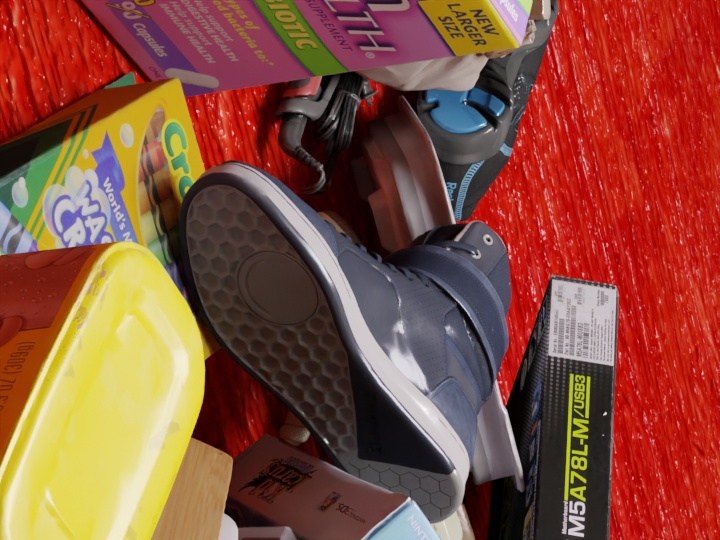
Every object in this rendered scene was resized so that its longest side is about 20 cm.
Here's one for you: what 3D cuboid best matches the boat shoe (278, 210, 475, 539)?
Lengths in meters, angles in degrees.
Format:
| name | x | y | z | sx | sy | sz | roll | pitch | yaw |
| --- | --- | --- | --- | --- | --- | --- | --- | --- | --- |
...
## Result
| name | x | y | z | sx | sy | sz | roll | pitch | yaw |
| --- | --- | --- | --- | --- | --- | --- | --- | --- | --- |
| boat shoe | -0.008 | 0.069 | 1.194 | 0.072 | 0.076 | 0.201 | 102 | -33 | -76 |

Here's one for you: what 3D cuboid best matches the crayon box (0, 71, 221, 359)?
| name | x | y | z | sx | sy | sz | roll | pitch | yaw |
| --- | --- | --- | --- | --- | --- | --- | --- | --- | --- |
| crayon box | -0.117 | -0.006 | 1.029 | 0.200 | 0.051 | 0.127 | -41 | 120 | -57 |

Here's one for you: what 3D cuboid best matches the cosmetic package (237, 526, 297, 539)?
| name | x | y | z | sx | sy | sz | roll | pitch | yaw |
| --- | --- | --- | --- | --- | --- | --- | --- | --- | --- |
| cosmetic package | -0.049 | 0.211 | 1.054 | 0.201 | 0.106 | 0.091 | 58 | 39 | -35 |

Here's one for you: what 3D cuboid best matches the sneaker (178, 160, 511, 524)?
| name | x | y | z | sx | sy | sz | roll | pitch | yaw |
| --- | --- | --- | --- | --- | --- | --- | --- | --- | --- |
| sneaker | -0.001 | 0.001 | 1.094 | 0.203 | 0.076 | 0.147 | 55 | 37 | -24 |

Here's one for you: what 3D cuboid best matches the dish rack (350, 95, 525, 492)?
| name | x | y | z | sx | sy | sz | roll | pitch | yaw |
| --- | --- | --- | --- | --- | --- | --- | --- | --- | --- |
| dish rack | 0.037 | 0.014 | 1.257 | 0.172 | 0.043 | 0.202 | -108 | -177 | -75 |

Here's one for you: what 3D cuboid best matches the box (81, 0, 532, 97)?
| name | x | y | z | sx | sy | sz | roll | pitch | yaw |
| --- | --- | --- | --- | --- | --- | --- | --- | --- | --- |
| box | -0.041 | -0.177 | 1.048 | 0.176 | 0.198 | 0.097 | 50 | 43 | -46 |

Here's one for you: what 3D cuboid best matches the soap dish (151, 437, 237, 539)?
| name | x | y | z | sx | sy | sz | roll | pitch | yaw |
| --- | --- | --- | --- | --- | --- | --- | --- | --- | --- |
| soap dish | -0.130 | 0.146 | 0.827 | 0.081 | 0.157 | 0.201 | 51 | 22 | -22 |

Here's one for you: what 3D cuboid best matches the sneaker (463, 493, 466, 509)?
| name | x | y | z | sx | sy | sz | roll | pitch | yaw |
| --- | --- | --- | --- | --- | --- | --- | --- | --- | --- |
| sneaker | 0.033 | 0.199 | 1.256 | 0.081 | 0.073 | 0.202 | 13 | 78 | -71 |

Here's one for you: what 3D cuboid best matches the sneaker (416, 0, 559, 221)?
| name | x | y | z | sx | sy | sz | roll | pitch | yaw |
| --- | --- | --- | --- | --- | --- | --- | --- | --- | --- |
| sneaker | 0.068 | -0.111 | 1.389 | 0.201 | 0.073 | 0.082 | -64 | 165 | -49 |

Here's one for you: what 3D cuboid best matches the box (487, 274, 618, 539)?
| name | x | y | z | sx | sy | sz | roll | pitch | yaw |
| --- | --- | --- | --- | --- | --- | --- | --- | --- | --- |
| box | 0.103 | 0.138 | 1.288 | 0.194 | 0.047 | 0.201 | 106 | -8 | -56 |

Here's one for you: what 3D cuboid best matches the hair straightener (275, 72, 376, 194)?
| name | x | y | z | sx | sy | sz | roll | pitch | yaw |
| --- | --- | --- | --- | --- | --- | --- | --- | --- | --- |
| hair straightener | -0.004 | -0.114 | 1.261 | 0.077 | 0.041 | 0.201 | 55 | 35 | -42 |

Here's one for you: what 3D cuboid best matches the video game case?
| name | x | y | z | sx | sy | sz | roll | pitch | yaw |
| --- | --- | --- | --- | --- | --- | --- | --- | --- | --- |
| video game case | 0.024 | 0.180 | 1.088 | 0.045 | 0.181 | 0.201 | -39 | 108 | -16 |

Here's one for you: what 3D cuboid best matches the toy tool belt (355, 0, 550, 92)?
| name | x | y | z | sx | sy | sz | roll | pitch | yaw |
| --- | --- | --- | --- | --- | --- | --- | --- | --- | --- |
| toy tool belt | 0.039 | -0.203 | 1.219 | 0.124 | 0.123 | 0.202 | -5 | 72 | -39 |

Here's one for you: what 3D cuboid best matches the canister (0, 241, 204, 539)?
| name | x | y | z | sx | sy | sz | roll | pitch | yaw |
| --- | --- | --- | --- | --- | --- | --- | --- | --- | --- |
| canister | -0.164 | 0.063 | 0.775 | 0.087 | 0.198 | 0.149 | 59 | 37 | -38 |
